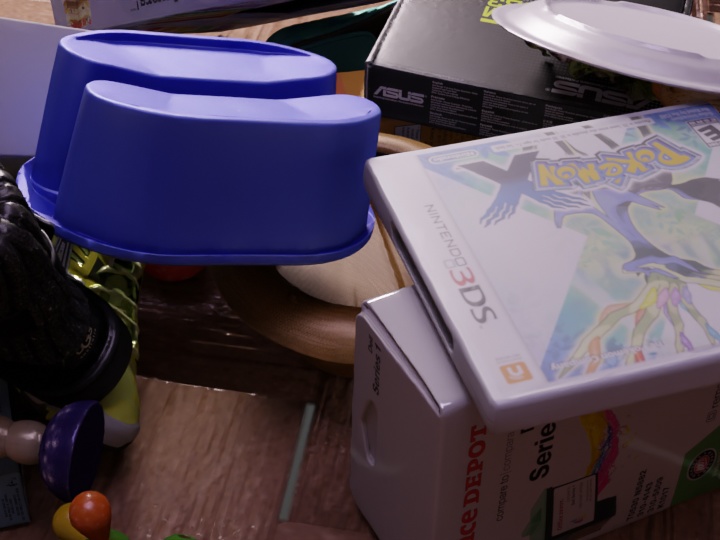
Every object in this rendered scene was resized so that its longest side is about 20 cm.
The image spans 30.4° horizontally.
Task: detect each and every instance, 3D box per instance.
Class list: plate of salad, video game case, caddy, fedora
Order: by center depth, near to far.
[{"bbox_3d":[0.121,-0.012,0.633,0.197,0.022,0.183,-10,42,-14],"label":"video game case"},{"bbox_3d":[-0.082,-0.056,0.712,0.198,0.106,0.142,0,29,-25],"label":"caddy"},{"bbox_3d":[0.000,0.000,0.795,0.198,0.082,0.202,1,43,-1],"label":"fedora"},{"bbox_3d":[0.173,-0.125,0.798,0.197,0.049,0.200,9,22,-4],"label":"plate of salad"}]

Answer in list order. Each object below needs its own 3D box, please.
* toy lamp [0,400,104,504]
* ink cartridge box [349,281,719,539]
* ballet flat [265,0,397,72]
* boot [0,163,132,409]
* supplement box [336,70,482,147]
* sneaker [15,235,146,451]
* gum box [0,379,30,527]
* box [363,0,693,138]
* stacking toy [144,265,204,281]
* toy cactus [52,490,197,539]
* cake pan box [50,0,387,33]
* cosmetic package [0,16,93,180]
[{"bbox_3d":[-0.230,0.075,0.658,0.197,0.059,0.059,10,41,7],"label":"toy lamp"},{"bbox_3d":[0.101,0.065,0.673,0.198,0.146,0.084,-17,43,-20],"label":"ink cartridge box"},{"bbox_3d":[0.009,-0.176,1.016,0.198,0.068,0.070,-16,29,-22],"label":"ballet flat"},{"bbox_3d":[-0.221,-0.012,0.658,0.209,0.158,0.080,14,68,22],"label":"boot"},{"bbox_3d":[0.065,-0.104,0.930,0.197,0.069,0.067,-8,44,-8],"label":"supplement box"},{"bbox_3d":[-0.159,0.016,0.760,0.075,0.076,0.201,30,24,-41],"label":"sneaker"},{"bbox_3d":[-0.290,0.081,0.723,0.197,0.045,0.171,-10,43,-14],"label":"gum box"},{"bbox_3d":[0.121,-0.157,0.909,0.197,0.048,0.194,14,41,11],"label":"box"},{"bbox_3d":[-0.148,-0.070,0.883,0.084,0.086,0.201,-13,48,-16],"label":"stacking toy"},{"bbox_3d":[-0.090,0.187,0.582,0.197,0.103,0.166,12,51,0],"label":"toy cactus"},{"bbox_3d":[-0.091,-0.205,0.951,0.198,0.053,0.183,-3,10,34],"label":"cake pan box"},{"bbox_3d":[-0.222,-0.093,0.767,0.106,0.086,0.199,-9,-3,30],"label":"cosmetic package"}]
